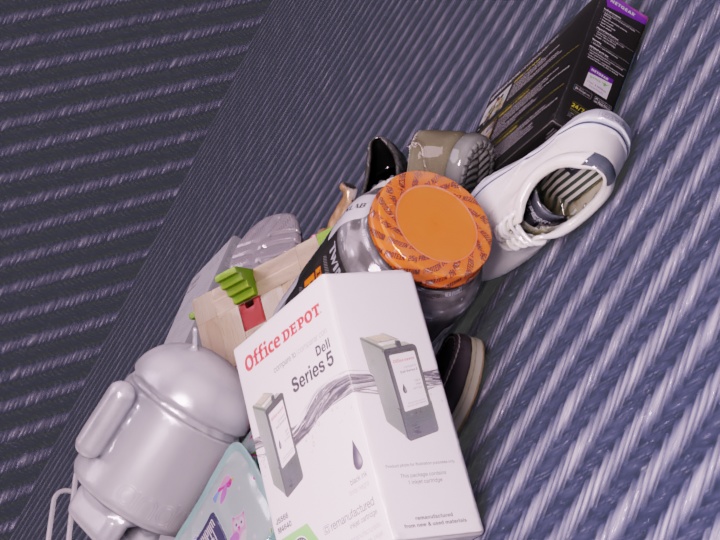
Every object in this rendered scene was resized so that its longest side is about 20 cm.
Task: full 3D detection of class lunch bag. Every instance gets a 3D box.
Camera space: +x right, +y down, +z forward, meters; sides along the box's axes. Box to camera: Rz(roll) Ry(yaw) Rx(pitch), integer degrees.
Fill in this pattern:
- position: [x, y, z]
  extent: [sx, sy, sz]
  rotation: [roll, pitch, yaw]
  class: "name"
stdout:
- position: [-0.080, 0.215, 1.509]
  extent: [0.171, 0.122, 0.200]
  rotation: [-58, 1, 22]
  class: "lunch bag"

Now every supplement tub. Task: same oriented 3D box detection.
- position: [0.017, 0.015, 1.452]
  extent: [0.200, 0.122, 0.123]
  rotation: [-53, 14, 49]
  class: "supplement tub"

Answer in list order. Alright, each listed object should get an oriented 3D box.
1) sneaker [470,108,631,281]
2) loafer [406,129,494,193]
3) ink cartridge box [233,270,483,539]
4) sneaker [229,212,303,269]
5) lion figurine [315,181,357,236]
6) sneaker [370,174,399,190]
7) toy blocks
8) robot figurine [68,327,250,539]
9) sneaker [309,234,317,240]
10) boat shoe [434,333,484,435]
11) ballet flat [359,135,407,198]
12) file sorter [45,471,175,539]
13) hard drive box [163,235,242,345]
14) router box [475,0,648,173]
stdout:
- position: [0.128, -0.048, 1.419]
  extent: [0.200, 0.073, 0.071]
  rotation: [-47, 9, 42]
  class: "sneaker"
- position: [0.061, -0.034, 1.537]
  extent: [0.075, 0.070, 0.201]
  rotation: [-26, -44, -48]
  class: "loafer"
- position: [-0.006, 0.119, 1.324]
  extent: [0.145, 0.084, 0.201]
  rotation: [-40, 59, 48]
  class: "ink cartridge box"
- position: [-0.085, 0.040, 1.936]
  extent: [0.077, 0.112, 0.200]
  rotation: [-10, 46, 21]
  class: "sneaker"
- position: [0.000, 0.000, 1.676]
  extent: [0.200, 0.072, 0.123]
  rotation: [-114, 43, -65]
  class: "lion figurine"
- position: [0.050, -0.046, 1.730]
  extent: [0.200, 0.077, 0.087]
  rotation: [-42, 25, 55]
  class: "sneaker"
- position: [-0.063, 0.063, 1.623]
  extent: [0.200, 0.100, 0.137]
  rotation: [-27, 69, 30]
  class: "toy blocks"
- position: [-0.167, 0.146, 1.574]
  extent: [0.113, 0.169, 0.200]
  rotation: [36, 96, 39]
  class: "robot figurine"
- position: [-0.023, 0.013, 1.842]
  extent: [0.079, 0.095, 0.200]
  rotation: [-55, 14, 9]
  class: "sneaker"
- position: [0.032, 0.130, 1.426]
  extent: [0.200, 0.065, 0.072]
  rotation: [-62, 10, -13]
  class: "boat shoe"
- position: [0.018, -0.078, 1.943]
  extent: [0.066, 0.057, 0.200]
  rotation: [-26, 23, 14]
  class: "ballet flat"
- position: [-0.204, 0.226, 1.774]
  extent: [0.200, 0.124, 0.139]
  rotation: [-48, 29, 36]
  class: "file sorter"
- position: [-0.198, 0.077, 2.429]
  extent: [0.156, 0.077, 0.200]
  rotation: [-42, 22, 56]
  class: "hard drive box"
- position: [0.152, -0.126, 1.555]
  extent: [0.200, 0.051, 0.149]
  rotation: [-41, 22, 57]
  class: "router box"
